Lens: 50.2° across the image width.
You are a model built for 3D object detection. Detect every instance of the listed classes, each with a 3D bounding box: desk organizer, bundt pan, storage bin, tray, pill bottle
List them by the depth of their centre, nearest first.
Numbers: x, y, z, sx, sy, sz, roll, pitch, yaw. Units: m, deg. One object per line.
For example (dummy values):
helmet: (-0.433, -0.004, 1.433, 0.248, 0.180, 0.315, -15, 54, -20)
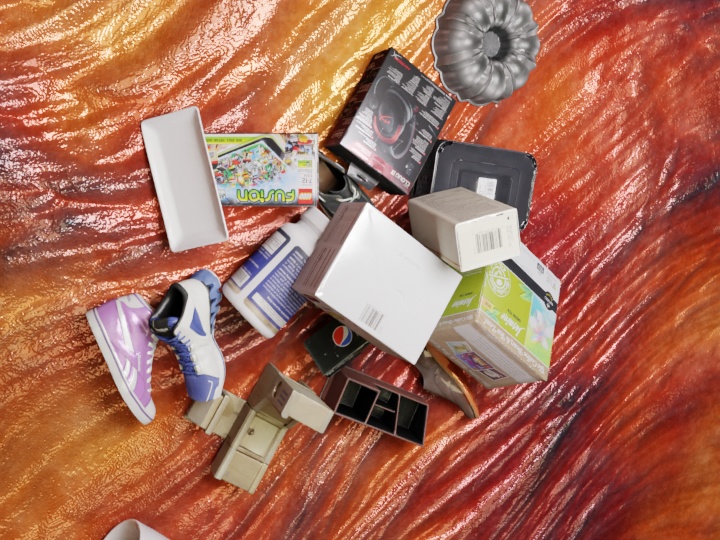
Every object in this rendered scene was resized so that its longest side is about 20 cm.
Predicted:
tray: (-0.264, -0.137, 1.170, 0.105, 0.022, 0.206, -9, 98, 21)
pill bottle: (-0.117, -0.001, 1.232, 0.200, 0.116, 0.116, -45, 112, -5)
bundt pan: (0.222, -0.382, 1.301, 0.196, 0.076, 0.208, -5, 103, -20)
storage bin: (0.194, -0.147, 1.330, 0.195, 0.094, 0.139, 5, 99, -20)
desk organizer: (0.034, 0.239, 1.358, 0.197, 0.077, 0.073, 25, 93, -23)

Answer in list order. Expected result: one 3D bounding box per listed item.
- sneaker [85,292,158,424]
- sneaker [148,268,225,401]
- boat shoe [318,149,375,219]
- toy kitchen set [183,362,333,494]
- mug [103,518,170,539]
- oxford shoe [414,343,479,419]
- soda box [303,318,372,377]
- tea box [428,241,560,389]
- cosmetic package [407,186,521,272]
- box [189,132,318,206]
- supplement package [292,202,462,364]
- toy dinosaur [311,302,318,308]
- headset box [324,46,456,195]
sneaker: (-0.338, 0.135, 1.204, 0.112, 0.072, 0.205, -24, 108, -17)
sneaker: (-0.275, 0.104, 1.190, 0.114, 0.079, 0.206, -12, 102, -59)
boat shoe: (-0.035, -0.125, 1.264, 0.072, 0.067, 0.200, -49, 114, -6)
toy kitchen set: (-0.180, 0.253, 1.226, 0.161, 0.180, 0.203, 31, 86, -22)
mug: (-0.356, 0.526, 1.252, 0.198, 0.149, 0.175, -35, 122, 22)
oxford shoe: (0.151, 0.202, 1.410, 0.072, 0.072, 0.202, -33, 107, 10)
soda box: (0.003, 0.093, 1.296, 0.198, 0.063, 0.071, -37, 76, 0)
tea box: (0.221, 0.061, 1.288, 0.199, 0.132, 0.201, 36, 56, -31)
cosmetic package: (0.154, -0.068, 1.174, 0.101, 0.200, 0.075, -14, 108, -12)
box: (-0.162, -0.156, 1.189, 0.194, 0.035, 0.113, 0, 102, 2)
supplement package: (0.025, 0.018, 1.171, 0.198, 0.110, 0.158, 35, 81, -22)
toy dinosaur: (0.000, 0.000, 1.295, 0.196, 0.107, 0.061, -21, 69, -24)
headset box: (0.045, -0.231, 1.253, 0.147, 0.075, 0.204, 31, 81, -23)
